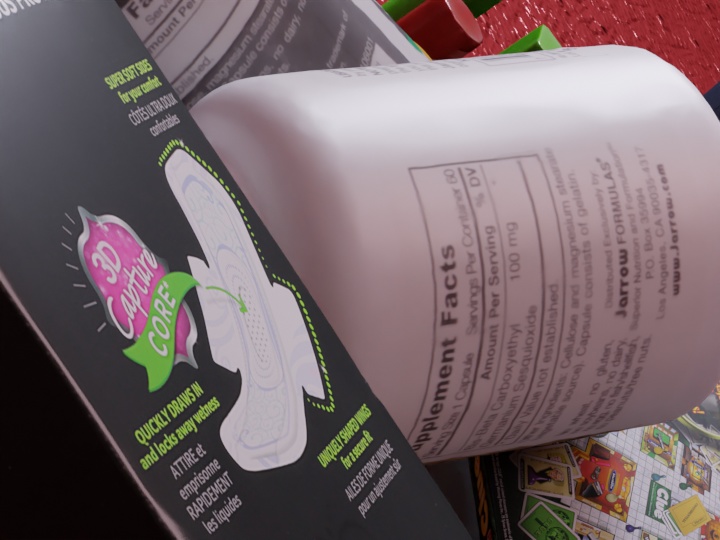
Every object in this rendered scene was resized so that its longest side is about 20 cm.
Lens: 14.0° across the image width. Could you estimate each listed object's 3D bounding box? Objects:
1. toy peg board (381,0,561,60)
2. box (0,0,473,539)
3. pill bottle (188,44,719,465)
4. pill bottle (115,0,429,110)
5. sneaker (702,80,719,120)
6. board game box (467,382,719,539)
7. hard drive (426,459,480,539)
[{"bbox_3d":[0.044,-0.020,1.108,0.200,0.098,0.199,52,19,-14],"label":"toy peg board"},{"bbox_3d":[-0.089,0.045,0.583,0.200,0.148,0.124,57,20,-2],"label":"box"},{"bbox_3d":[0.000,0.000,0.821,0.199,0.114,0.115,-7,59,-30],"label":"pill bottle"},{"bbox_3d":[-0.073,-0.082,0.885,0.200,0.113,0.113,44,22,-35],"label":"pill bottle"},{"bbox_3d":[0.137,0.001,1.100,0.070,0.108,0.200,49,-13,33],"label":"sneaker"},{"bbox_3d":[0.083,0.043,0.908,0.024,0.104,0.200,96,-9,-46],"label":"board game box"},{"bbox_3d":[0.054,0.094,0.960,0.132,0.027,0.201,25,49,-42],"label":"hard drive"}]
